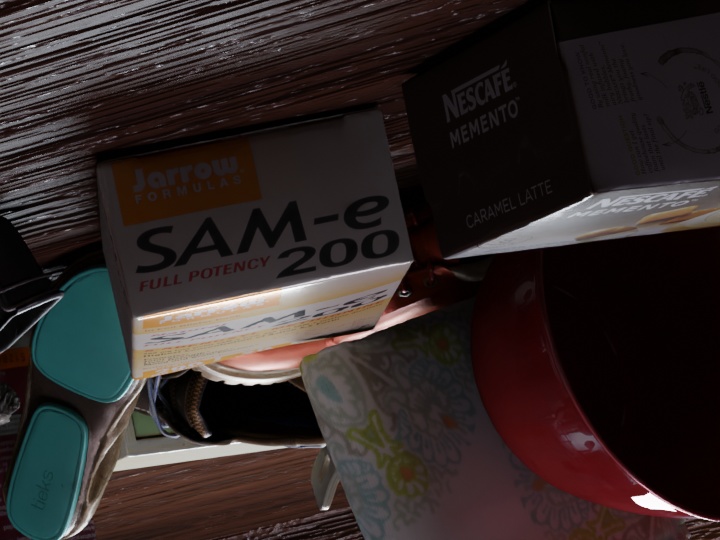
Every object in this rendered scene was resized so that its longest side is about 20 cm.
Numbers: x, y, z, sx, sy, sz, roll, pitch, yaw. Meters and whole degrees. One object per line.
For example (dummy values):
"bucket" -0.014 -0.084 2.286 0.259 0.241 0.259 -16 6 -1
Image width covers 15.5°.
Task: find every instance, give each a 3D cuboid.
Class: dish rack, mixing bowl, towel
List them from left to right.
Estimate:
"dish rack" -0.246 0.039 1.204 0.200 0.055 0.153 -23 175 -22
"towel" 0.070 0.100 1.342 0.200 0.171 0.048 -18 171 -45
"mixing bowl" 0.127 0.039 1.309 0.200 0.200 0.108 -4 165 -42

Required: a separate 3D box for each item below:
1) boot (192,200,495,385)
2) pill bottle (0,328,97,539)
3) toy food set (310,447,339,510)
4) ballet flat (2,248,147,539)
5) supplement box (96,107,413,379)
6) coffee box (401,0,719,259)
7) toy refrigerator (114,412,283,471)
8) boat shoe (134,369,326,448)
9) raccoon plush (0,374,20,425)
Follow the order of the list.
"boot" 0.000 0.000 1.368 0.200 0.075 0.107 -16 170 -25
"pill bottle" -0.205 0.136 1.488 0.110 0.200 0.110 -10 174 -1
"toy food set" 0.072 0.131 1.626 0.200 0.060 0.144 3 -177 -3
"ballet flat" -0.138 0.055 1.391 0.068 0.200 0.072 24 -145 10
"supplement box" -0.052 -0.007 1.213 0.126 0.074 0.200 -12 171 -6
"coffee box" 0.135 -0.063 1.089 0.200 0.080 0.114 -7 170 -32
"toy refrigerator" -0.088 0.079 1.711 0.200 0.076 0.070 -4 169 -37
"boat shoe" -0.081 0.056 1.440 0.200 0.072 0.072 3 -159 25
"raccoon plush" -0.256 0.058 1.330 0.134 0.097 0.200 -21 170 7
